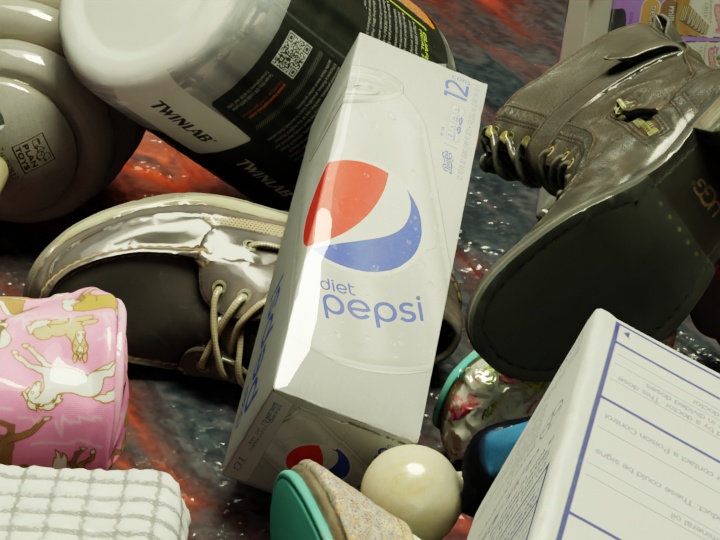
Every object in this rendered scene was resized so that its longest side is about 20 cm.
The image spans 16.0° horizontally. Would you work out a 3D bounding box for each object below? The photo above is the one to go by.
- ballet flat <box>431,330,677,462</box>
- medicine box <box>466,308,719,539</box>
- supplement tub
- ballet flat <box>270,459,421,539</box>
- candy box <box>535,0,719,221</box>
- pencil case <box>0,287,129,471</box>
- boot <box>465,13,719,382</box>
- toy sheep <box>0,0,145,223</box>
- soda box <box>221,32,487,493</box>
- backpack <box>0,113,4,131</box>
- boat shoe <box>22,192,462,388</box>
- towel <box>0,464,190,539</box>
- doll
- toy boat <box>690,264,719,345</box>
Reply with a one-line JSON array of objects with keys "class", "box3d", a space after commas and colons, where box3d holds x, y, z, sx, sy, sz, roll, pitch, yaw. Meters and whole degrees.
[{"class": "ballet flat", "box3d": [0.100, 0.034, 1.119, 0.064, 0.076, 0.200, 27, 41, 17]}, {"class": "medicine box", "box3d": [0.120, 0.132, 0.822, 0.181, 0.103, 0.200, 28, 28, -1]}, {"class": "supplement tub", "box3d": [-0.036, -0.096, 1.195, 0.122, 0.123, 0.200, 34, 0, 43]}, {"class": "ballet flat", "box3d": [0.018, 0.141, 0.889, 0.067, 0.068, 0.201, 2, 37, -18]}, {"class": "candy box", "box3d": [0.199, -0.084, 1.257, 0.198, 0.169, 0.072, 0, 28, -13]}, {"class": "pencil case", "box3d": [-0.191, 0.045, 1.003, 0.198, 0.083, 0.087, 2, 12, -9]}, {"class": "boot", "box3d": [0.097, -0.036, 1.100, 0.199, 0.070, 0.174, -36, 24, -14]}, {"class": "toy sheep", "box3d": [-0.165, -0.085, 1.226, 0.137, 0.139, 0.201, 7, 40, 1]}, {"class": "soda box", "box3d": [0.000, 0.000, 1.059, 0.063, 0.068, 0.201, 21, 50, -9]}, {"class": "backpack", "box3d": [-0.271, -0.063, 1.071, 0.177, 0.152, 0.199, -10, -7, 39]}, {"class": "boat shoe", "box3d": [-0.046, 0.012, 1.113, 0.198, 0.075, 0.073, -4, 28, -18]}, {"class": "towel", "box3d": [-0.157, 0.130, 0.843, 0.198, 0.086, 0.166, 3, 25, -5]}, {"class": "doll", "box3d": [0.097, 0.072, 0.980, 0.198, 0.137, 0.049, -13, 69, -10]}, {"class": "toy boat", "box3d": [0.201, 0.047, 1.083, 0.199, 0.131, 0.131, 29, 64, 39]}]
